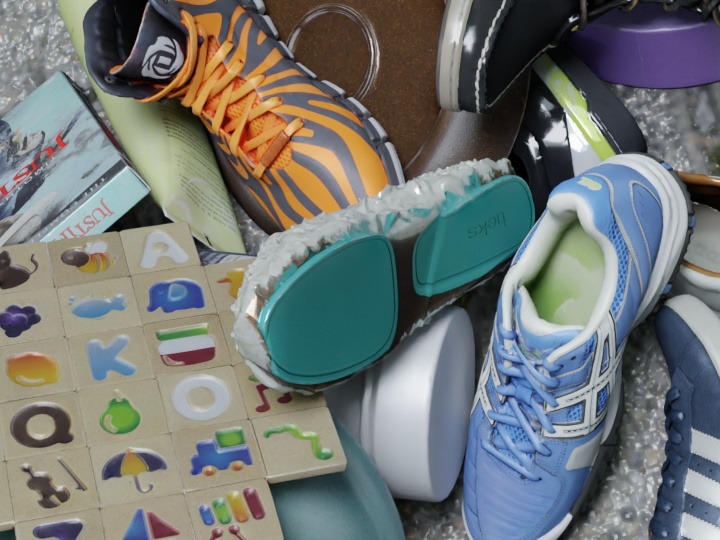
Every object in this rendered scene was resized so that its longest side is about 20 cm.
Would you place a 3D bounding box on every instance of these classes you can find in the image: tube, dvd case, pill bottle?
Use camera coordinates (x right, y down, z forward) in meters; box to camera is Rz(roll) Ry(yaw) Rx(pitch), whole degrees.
[{"bbox_3d":[-0.109,-0.082,0.932,0.057,0.052,0.201,-6,49,-26],"label":"tube"},{"bbox_3d":[-0.184,-0.028,0.908,0.146,0.022,0.200,-40,27,-1],"label":"dvd case"},{"bbox_3d":[-0.051,0.052,0.852,0.198,0.120,0.121,6,72,17],"label":"pill bottle"}]

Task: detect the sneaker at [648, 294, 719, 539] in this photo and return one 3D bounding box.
[{"bbox_3d":[0.149,0.110,0.799,0.084,0.075,0.202,-17,67,4],"label":"sneaker"}]

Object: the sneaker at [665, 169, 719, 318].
[{"bbox_3d":[0.212,0.009,0.816,0.198,0.085,0.073,20,74,20],"label":"sneaker"}]

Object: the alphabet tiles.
[{"bbox_3d":[-0.101,0.049,0.745,0.165,0.006,0.201,-9,41,-12],"label":"alphabet tiles"}]

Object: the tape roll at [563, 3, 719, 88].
[{"bbox_3d":[0.157,-0.198,0.918,0.198,0.066,0.202,-5,69,13],"label":"tape roll"}]

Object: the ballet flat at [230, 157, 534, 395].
[{"bbox_3d":[0.000,0.000,0.775,0.071,0.199,0.073,15,115,35],"label":"ballet flat"}]

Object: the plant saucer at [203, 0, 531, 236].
[{"bbox_3d":[-0.009,-0.104,0.903,0.199,0.032,0.203,-2,87,32],"label":"plant saucer"}]

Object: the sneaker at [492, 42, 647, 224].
[{"bbox_3d":[0.057,-0.096,0.904,0.083,0.072,0.200,-41,65,-1],"label":"sneaker"}]

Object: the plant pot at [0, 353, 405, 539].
[{"bbox_3d":[-0.092,0.151,0.764,0.198,0.134,0.202,8,115,16],"label":"plant pot"}]

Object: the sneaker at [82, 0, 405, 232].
[{"bbox_3d":[-0.066,-0.078,0.853,0.200,0.112,0.078,49,113,23],"label":"sneaker"}]

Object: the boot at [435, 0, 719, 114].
[{"bbox_3d":[0.134,-0.131,0.812,0.150,0.074,0.201,24,57,19],"label":"boot"}]

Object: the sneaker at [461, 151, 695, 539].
[{"bbox_3d":[0.082,0.041,0.813,0.075,0.077,0.202,25,107,31],"label":"sneaker"}]
